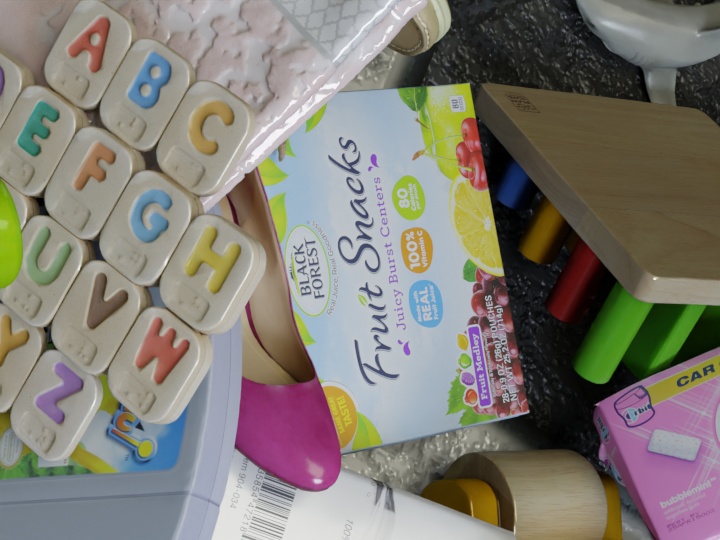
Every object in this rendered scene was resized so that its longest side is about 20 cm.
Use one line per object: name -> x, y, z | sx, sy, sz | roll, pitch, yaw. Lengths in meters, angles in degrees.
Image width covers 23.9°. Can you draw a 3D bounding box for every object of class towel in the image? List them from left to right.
towel -> -0.093, -0.138, 0.839 | 0.191, 0.032, 0.200 | -42, 67, 4

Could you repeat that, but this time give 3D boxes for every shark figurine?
shark figurine -> 0.254, -0.186, 1.177 | 0.214, 0.089, 0.129 | -36, 105, -32

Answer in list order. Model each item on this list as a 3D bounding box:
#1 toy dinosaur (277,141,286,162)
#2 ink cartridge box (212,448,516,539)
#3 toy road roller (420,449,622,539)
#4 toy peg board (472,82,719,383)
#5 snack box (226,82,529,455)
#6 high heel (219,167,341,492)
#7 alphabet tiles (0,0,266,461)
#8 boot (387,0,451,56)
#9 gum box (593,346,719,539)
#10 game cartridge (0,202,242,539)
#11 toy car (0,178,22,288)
toy dinosaur -> -0.033, -0.174, 0.904 | 0.106, 0.060, 0.201 | 33, 66, -22
ink cartridge box -> -0.036, 0.176, 0.877 | 0.199, 0.084, 0.146 | 23, 68, -13
toy road roller -> 0.124, 0.201, 0.975 | 0.122, 0.146, 0.201 | 2, 80, -38
toy peg board -> 0.178, -0.016, 1.066 | 0.199, 0.098, 0.199 | 3, 36, -35
snack box -> 0.000, 0.000, 0.974 | 0.168, 0.068, 0.201 | -7, 85, -36
high heel -> -0.054, 0.013, 0.858 | 0.067, 0.096, 0.200 | -6, 49, -43
alphabet tiles -> -0.138, -0.020, 0.806 | 0.196, 0.200, 0.015 | -58, 155, 10
boot -> -0.053, -0.155, 0.962 | 0.200, 0.072, 0.155 | 40, 61, -18
gum box -> 0.245, 0.100, 0.994 | 0.066, 0.199, 0.114 | 58, 9, -50
game cartridge -> -0.123, 0.057, 0.829 | 0.040, 0.133, 0.201 | 46, 42, -63
toy car -> -0.239, 0.065, 0.754 | 0.164, 0.158, 0.201 | -14, 102, -32
